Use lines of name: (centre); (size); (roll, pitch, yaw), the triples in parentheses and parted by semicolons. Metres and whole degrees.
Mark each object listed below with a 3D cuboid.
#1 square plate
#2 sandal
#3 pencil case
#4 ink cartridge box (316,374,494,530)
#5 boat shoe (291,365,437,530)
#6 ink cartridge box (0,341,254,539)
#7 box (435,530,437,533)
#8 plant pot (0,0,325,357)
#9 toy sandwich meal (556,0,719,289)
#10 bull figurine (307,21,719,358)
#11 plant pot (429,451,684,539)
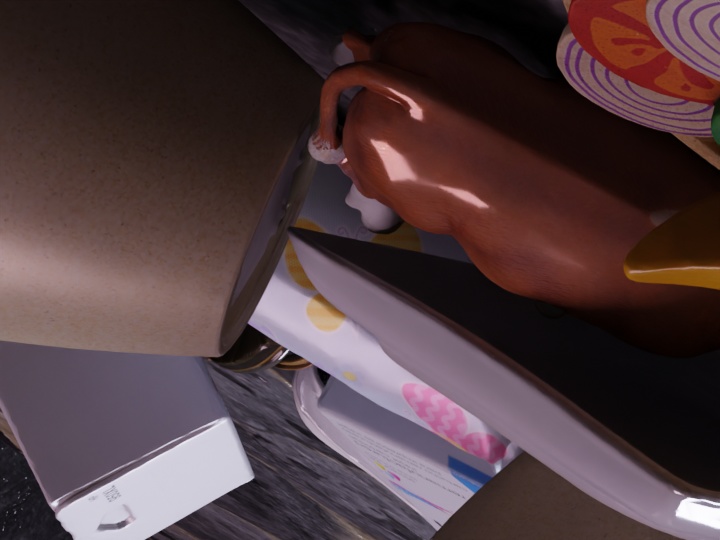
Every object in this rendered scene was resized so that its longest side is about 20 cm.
square plate: (0.099, 0.048, 0.863); (0.200, 0.028, 0.198); (14, -167, -42)
sandal: (-0.034, 0.017, 1.185); (0.054, 0.082, 0.200); (23, 170, -7)
pencil case: (0.000, 0.000, 1.009); (0.200, 0.083, 0.091); (30, -176, 1)
ink cartridge box: (0.089, 0.084, 1.146); (0.144, 0.085, 0.200); (25, 169, 28)
boat shoe: (0.055, 0.095, 1.355); (0.200, 0.072, 0.069); (39, 170, 5)
ink cartridge box: (-0.128, 0.010, 1.154); (0.200, 0.084, 0.145); (62, 176, 14)
box: (0.146, 0.228, 1.534); (0.196, 0.124, 0.200); (23, 167, 29)
plant pot: (-0.117, -0.053, 0.857); (0.200, 0.188, 0.187); (24, 169, 6)
toy sandwich meal: (0.126, -0.012, 0.647); (0.205, 0.070, 0.205); (29, 169, 6)
bull figurine: (0.070, -0.013, 0.808); (0.200, 0.065, 0.121); (34, 171, -18)
plant pot: (0.096, 0.131, 0.938); (0.200, 0.135, 0.200); (14, 179, 0)
